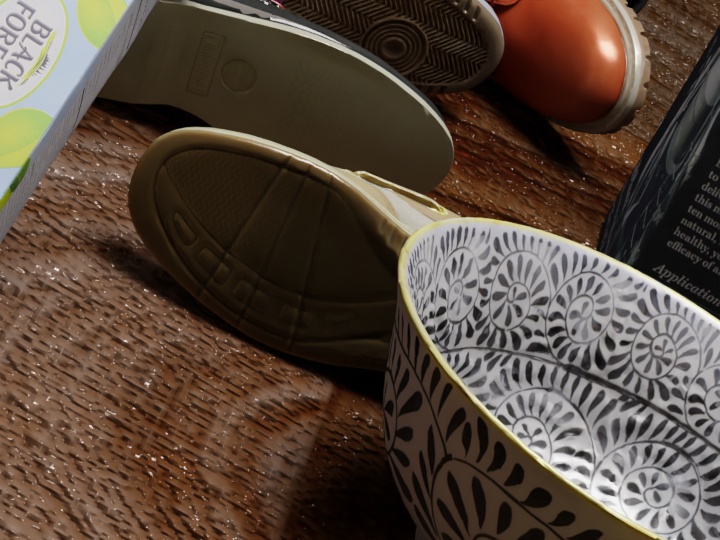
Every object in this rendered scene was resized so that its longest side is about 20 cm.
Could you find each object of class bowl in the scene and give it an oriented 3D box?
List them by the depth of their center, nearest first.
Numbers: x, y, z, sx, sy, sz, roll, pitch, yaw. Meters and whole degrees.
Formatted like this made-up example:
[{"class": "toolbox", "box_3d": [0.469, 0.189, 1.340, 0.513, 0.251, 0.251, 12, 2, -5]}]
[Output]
[{"class": "bowl", "box_3d": [0.079, 0.079, 1.039, 0.200, 0.094, 0.201, 25, 24, -12]}]

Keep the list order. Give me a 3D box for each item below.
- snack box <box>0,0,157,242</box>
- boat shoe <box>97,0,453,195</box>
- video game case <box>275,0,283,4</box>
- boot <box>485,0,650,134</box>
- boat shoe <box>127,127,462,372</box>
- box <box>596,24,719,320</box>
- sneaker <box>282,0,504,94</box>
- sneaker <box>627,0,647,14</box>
[{"class": "snack box", "box_3d": [-0.168, -0.092, 0.982, 0.168, 0.068, 0.200, 32, 64, -1]}, {"class": "boat shoe", "box_3d": [-0.052, -0.090, 1.242, 0.200, 0.074, 0.063, 21, 33, -12]}, {"class": "video game case", "box_3d": [-0.097, -0.204, 1.279, 0.199, 0.182, 0.036, 23, 25, -16]}, {"class": "boot", "box_3d": [0.056, -0.129, 1.465, 0.107, 0.075, 0.200, 2, 28, -43]}, {"class": "boat shoe", "box_3d": [0.000, 0.000, 1.145, 0.199, 0.074, 0.066, 28, 11, -13]}, {"class": "box", "box_3d": [0.195, -0.040, 1.286, 0.124, 0.197, 0.200, 30, 23, -2]}, {"class": "sneaker", "box_3d": [-0.024, -0.158, 1.415, 0.199, 0.071, 0.113, 22, 28, -16]}, {"class": "sneaker", "box_3d": [0.086, -0.195, 1.620, 0.199, 0.071, 0.099, 20, 21, -35]}]
